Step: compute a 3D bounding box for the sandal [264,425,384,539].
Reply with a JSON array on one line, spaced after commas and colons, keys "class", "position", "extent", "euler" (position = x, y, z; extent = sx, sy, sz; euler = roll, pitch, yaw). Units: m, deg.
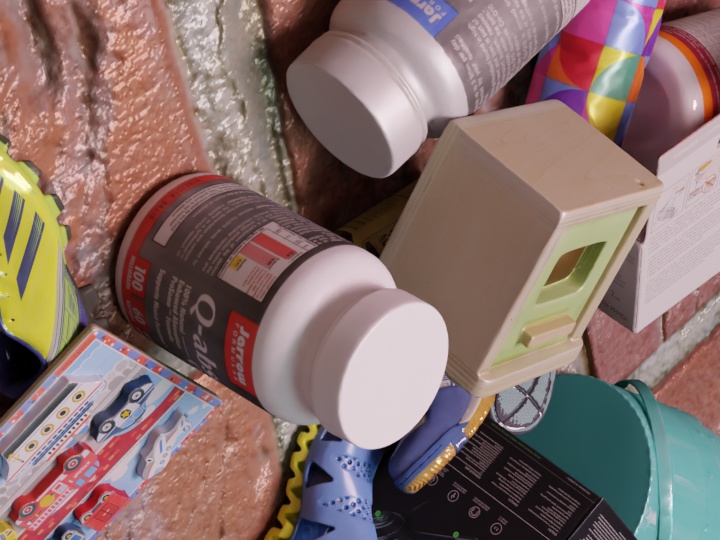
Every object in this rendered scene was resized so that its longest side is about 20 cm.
[{"class": "sandal", "position": [-0.017, 0.181, 1.593], "extent": [0.079, 0.087, 0.201], "euler": [17, 95, -52]}]

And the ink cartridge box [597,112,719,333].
[{"class": "ink cartridge box", "position": [0.258, -0.072, 1.617], "extent": [0.200, 0.045, 0.177], "euler": [-33, 143, -29]}]

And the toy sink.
[{"class": "toy sink", "position": [0.092, 0.005, 1.468], "extent": [0.130, 0.112, 0.201], "euler": [-14, 139, -52]}]

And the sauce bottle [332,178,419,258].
[{"class": "sauce bottle", "position": [0.000, 0.000, 1.519], "extent": [0.200, 0.066, 0.066], "euler": [-35, 135, -32]}]

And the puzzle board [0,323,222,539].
[{"class": "puzzle board", "position": [-0.188, 0.131, 1.368], "extent": [0.200, 0.017, 0.151], "euler": [-47, 147, 5]}]

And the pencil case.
[{"class": "pencil case", "position": [0.159, -0.139, 1.605], "extent": [0.088, 0.088, 0.201], "euler": [7, 106, -50]}]

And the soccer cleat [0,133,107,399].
[{"class": "soccer cleat", "position": [-0.208, -0.004, 1.277], "extent": [0.084, 0.065, 0.201], "euler": [-41, 138, -21]}]

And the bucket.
[{"class": "bucket", "position": [0.188, 0.183, 1.744], "extent": [0.134, 0.207, 0.208], "euler": [26, 91, -47]}]

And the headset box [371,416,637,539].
[{"class": "headset box", "position": [0.072, 0.218, 1.634], "extent": [0.200, 0.174, 0.093], "euler": [-51, 141, -8]}]

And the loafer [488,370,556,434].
[{"class": "loafer", "position": [0.128, 0.022, 1.700], "extent": [0.071, 0.063, 0.201], "euler": [14, 97, -21]}]

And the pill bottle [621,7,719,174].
[{"class": "pill bottle", "position": [0.272, -0.144, 1.710], "extent": [0.199, 0.109, 0.110], "euler": [-19, 125, -42]}]

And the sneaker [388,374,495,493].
[{"class": "sneaker", "position": [0.060, 0.066, 1.610], "extent": [0.201, 0.088, 0.075], "euler": [-57, -174, -26]}]

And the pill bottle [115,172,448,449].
[{"class": "pill bottle", "position": [-0.048, 0.025, 1.367], "extent": [0.116, 0.199, 0.117], "euler": [-26, 130, -37]}]

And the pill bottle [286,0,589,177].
[{"class": "pill bottle", "position": [0.052, -0.159, 1.443], "extent": [0.200, 0.113, 0.114], "euler": [-45, 139, -22]}]
